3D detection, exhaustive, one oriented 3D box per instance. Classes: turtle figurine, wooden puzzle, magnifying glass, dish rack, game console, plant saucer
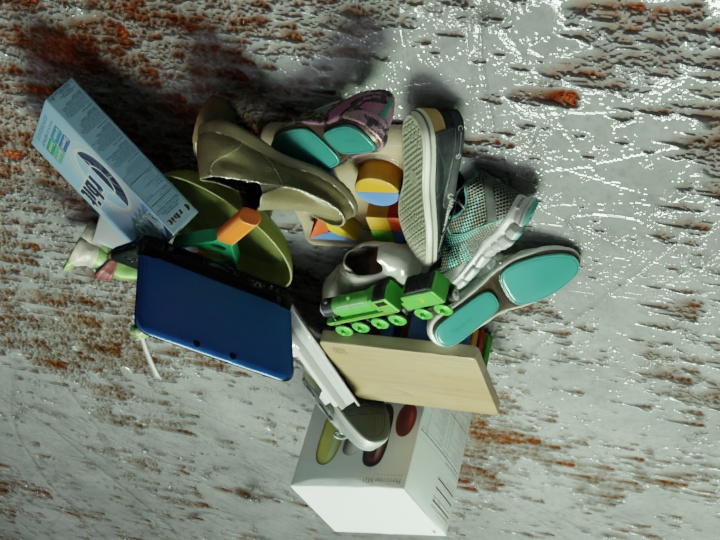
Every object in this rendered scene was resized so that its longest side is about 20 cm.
[{"bbox_3d":[-0.308,0.033,1.548,0.193,0.145,0.200,29,142,-11],"label":"turtle figurine"},{"bbox_3d":[-0.009,-0.085,1.326,0.184,0.047,0.201,4,144,20],"label":"wooden puzzle"},{"bbox_3d":[-0.157,-0.034,1.290,0.079,0.023,0.200,19,161,-20],"label":"magnifying glass"},{"bbox_3d":[-0.080,0.093,1.522,0.043,0.172,0.200,-35,136,-3],"label":"dish rack"},{"bbox_3d":[-0.185,0.049,1.320,0.199,0.119,0.170,23,162,-28],"label":"game console"},{"bbox_3d":[-0.156,-0.053,1.337,0.199,0.031,0.200,29,157,13],"label":"plant saucer"}]

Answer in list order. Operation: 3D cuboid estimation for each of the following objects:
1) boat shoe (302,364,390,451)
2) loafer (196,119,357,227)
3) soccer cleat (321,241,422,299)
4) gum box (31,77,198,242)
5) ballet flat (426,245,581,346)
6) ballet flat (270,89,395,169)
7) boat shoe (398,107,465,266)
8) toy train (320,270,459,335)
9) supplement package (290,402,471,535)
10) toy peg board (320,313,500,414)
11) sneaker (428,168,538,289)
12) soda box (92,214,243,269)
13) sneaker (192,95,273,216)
[{"bbox_3d":[-0.024,0.187,1.612,0.074,0.202,0.065,-9,127,-33],"label":"boat shoe"},{"bbox_3d":[-0.094,-0.090,1.229,0.199,0.068,0.076,26,164,-24],"label":"loafer"},{"bbox_3d":[0.000,0.000,1.386,0.077,0.070,0.199,17,159,-30],"label":"soccer cleat"},{"bbox_3d":[-0.287,-0.109,1.324,0.200,0.045,0.170,47,158,-7],"label":"gum box"},{"bbox_3d":[0.161,0.018,1.357,0.199,0.070,0.070,-30,135,3],"label":"ballet flat"},{"bbox_3d":[-0.022,-0.150,1.201,0.069,0.071,0.199,44,157,-21],"label":"ballet flat"},{"bbox_3d":[0.080,-0.088,1.235,0.062,0.075,0.201,-18,133,-20],"label":"boat shoe"},{"bbox_3d":[0.029,0.038,1.334,0.199,0.042,0.056,-14,140,43],"label":"toy train"},{"bbox_3d":[0.034,0.258,1.665,0.190,0.201,0.147,-5,141,30],"label":"supplement package"},{"bbox_3d":[0.075,0.097,1.481,0.198,0.099,0.199,5,155,18],"label":"toy peg board"},{"bbox_3d":[0.120,-0.049,1.313,0.091,0.078,0.200,38,141,-3],"label":"sneaker"},{"bbox_3d":[-0.231,-0.037,1.457,0.198,0.064,0.068,20,-169,-4],"label":"soda box"},{"bbox_3d":[-0.134,-0.119,1.305,0.089,0.067,0.201,25,155,8],"label":"sneaker"}]
